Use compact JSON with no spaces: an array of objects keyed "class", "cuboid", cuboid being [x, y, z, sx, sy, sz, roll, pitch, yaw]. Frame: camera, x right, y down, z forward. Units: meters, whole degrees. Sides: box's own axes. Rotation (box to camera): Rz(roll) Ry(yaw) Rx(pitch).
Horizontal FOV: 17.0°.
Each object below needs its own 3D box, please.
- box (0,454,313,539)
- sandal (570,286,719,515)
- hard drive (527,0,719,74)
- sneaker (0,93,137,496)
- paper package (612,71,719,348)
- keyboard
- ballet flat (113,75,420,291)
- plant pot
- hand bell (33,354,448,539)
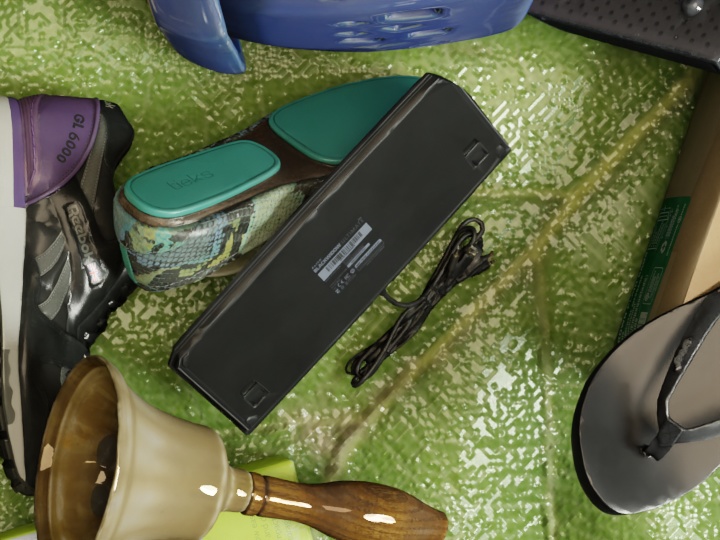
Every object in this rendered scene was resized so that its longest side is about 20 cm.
[{"class":"box","cuboid":[-0.116,0.176,1.205,0.199,0.048,0.122,-15,90,-9]},{"class":"sandal","cuboid":[0.180,0.038,1.149,0.200,0.043,0.076,-40,92,-6]},{"class":"hard drive","cuboid":[0.180,-0.197,1.224,0.135,0.042,0.201,20,77,37]},{"class":"sneaker","cuboid":[-0.143,0.011,1.196,0.087,0.076,0.201,-1,88,-13]},{"class":"paper package","cuboid":[0.246,0.001,1.231,0.190,0.103,0.201,20,86,-5]},{"class":"keyboard","cuboid":[0.000,0.000,1.208,0.200,0.021,0.127,-46,134,-3]},{"class":"ballet flat","cuboid":[-0.040,-0.041,1.209,0.199,0.074,0.075,-20,91,-29]},{"class":"plant pot","cuboid":[-0.027,-0.198,1.160,0.179,0.200,0.201,-15,90,-1]},{"class":"hand bell","cuboid":[-0.046,0.109,1.161,0.199,0.104,0.105,12,86,-26]}]
